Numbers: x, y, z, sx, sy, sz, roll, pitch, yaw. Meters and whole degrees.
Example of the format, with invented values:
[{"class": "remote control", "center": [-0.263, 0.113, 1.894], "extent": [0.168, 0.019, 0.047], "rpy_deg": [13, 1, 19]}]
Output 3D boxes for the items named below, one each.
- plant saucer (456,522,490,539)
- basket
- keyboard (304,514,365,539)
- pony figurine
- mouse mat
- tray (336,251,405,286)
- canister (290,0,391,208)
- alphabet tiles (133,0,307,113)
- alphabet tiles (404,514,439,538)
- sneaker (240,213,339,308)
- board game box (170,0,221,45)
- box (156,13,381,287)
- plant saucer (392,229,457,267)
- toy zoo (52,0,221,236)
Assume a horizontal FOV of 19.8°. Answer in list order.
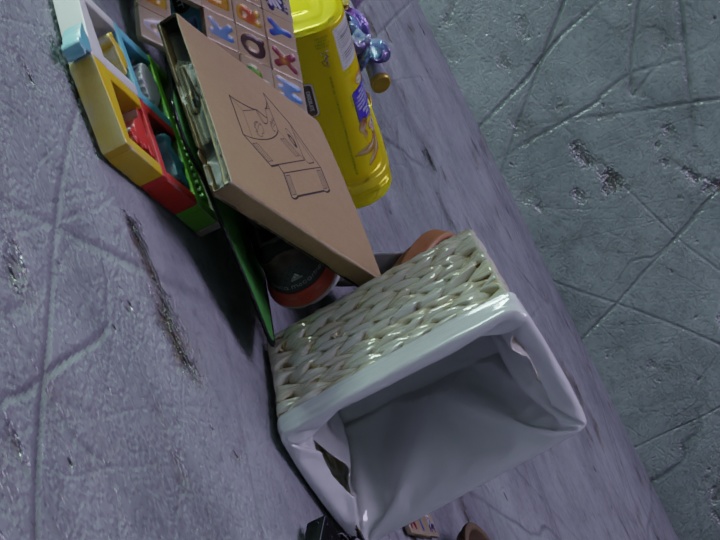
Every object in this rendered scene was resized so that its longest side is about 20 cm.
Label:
[{"class": "plant saucer", "center": [0.126, 0.322, 1.833], "extent": [0.201, 0.029, 0.200], "rpy_deg": [62, 11, -21]}, {"class": "basket", "center": [0.043, 0.082, 1.515], "extent": [0.136, 0.199, 0.124], "rpy_deg": [57, 8, -36]}, {"class": "keyboard", "center": [0.011, 0.257, 1.441], "extent": [0.201, 0.020, 0.127], "rpy_deg": [63, 16, -20]}, {"class": "pony figurine", "center": [-0.030, -0.266, 2.144], "extent": [0.194, 0.165, 0.201], "rpy_deg": [102, -27, -49]}, {"class": "mouse mat", "center": [-0.103, -0.055, 1.515], "extent": [0.161, 0.007, 0.201], "rpy_deg": [-106, 174, -69]}, {"class": "tray", "center": [0.000, 0.000, 1.755], "extent": [0.200, 0.106, 0.022], "rpy_deg": [6, 80, -78]}, {"class": "canister", "center": [-0.039, -0.174, 1.862], "extent": [0.149, 0.086, 0.201], "rpy_deg": [-106, 180, -48]}, {"class": "alphabet tiles", "center": [-0.119, -0.228, 1.656], "extent": [0.166, 0.008, 0.201], "rpy_deg": [22, 43, -36]}, {"class": "alphabet tiles", "center": [0.018, 0.136, 1.779], "extent": [0.201, 0.006, 0.166], "rpy_deg": [68, 11, 15]}, {"class": "sneaker", "center": [-0.062, -0.061, 1.610], "extent": [0.082, 0.077, 0.201], "rpy_deg": [59, 8, -40]}, {"class": "board game box", "center": [-0.132, -0.219, 1.732], "extent": [0.151, 0.047, 0.201], "rpy_deg": [46, 22, -61]}, {"class": "box", "center": [-0.066, -0.086, 1.516], "extent": [0.200, 0.021, 0.164], "rpy_deg": [33, 31, -51]}, {"class": "plant saucer", "center": [0.040, 0.064, 1.689], "extent": [0.200, 0.032, 0.202], "rpy_deg": [14, 90, -71]}, {"class": "toy zoo", "center": [-0.159, -0.114, 1.429], "extent": [0.132, 0.020, 0.200], "rpy_deg": [70, 11, 23]}]
